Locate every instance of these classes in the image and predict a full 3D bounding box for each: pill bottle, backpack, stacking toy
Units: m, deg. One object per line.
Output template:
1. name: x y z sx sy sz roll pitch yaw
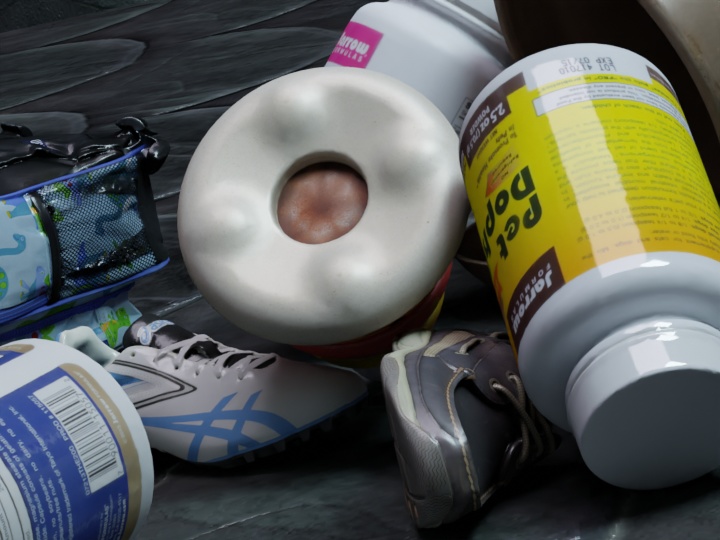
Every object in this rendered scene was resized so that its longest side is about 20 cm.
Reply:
1. pill bottle: 0.024 -0.080 1.662 0.113 0.201 0.113 29 -1 1
2. pill bottle: -0.189 0.111 1.282 0.111 0.112 0.200 -4 15 36
3. backpack: -0.231 -0.001 1.731 0.199 0.148 0.183 -17 12 -40
4. pill bottle: 0.114 -0.001 1.324 0.109 0.110 0.201 -13 46 -1
5. stacking toy: 0.000 0.000 1.492 0.145 0.147 0.200 -11 -26 10

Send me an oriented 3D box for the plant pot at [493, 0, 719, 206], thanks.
1. plant pot: 0.196 -0.143 1.560 0.174 0.201 0.200 -34 19 -17

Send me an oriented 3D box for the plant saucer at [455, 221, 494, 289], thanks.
1. plant saucer: 0.151 -0.018 1.680 0.199 0.037 0.200 -12 13 3

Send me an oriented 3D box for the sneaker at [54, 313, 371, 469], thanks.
1. sneaker: -0.083 0.059 1.499 0.199 0.073 0.072 -2 15 37

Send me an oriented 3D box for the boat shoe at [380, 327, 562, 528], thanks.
1. boat shoe: 0.052 0.061 1.345 0.073 0.075 0.200 -12 14 5
